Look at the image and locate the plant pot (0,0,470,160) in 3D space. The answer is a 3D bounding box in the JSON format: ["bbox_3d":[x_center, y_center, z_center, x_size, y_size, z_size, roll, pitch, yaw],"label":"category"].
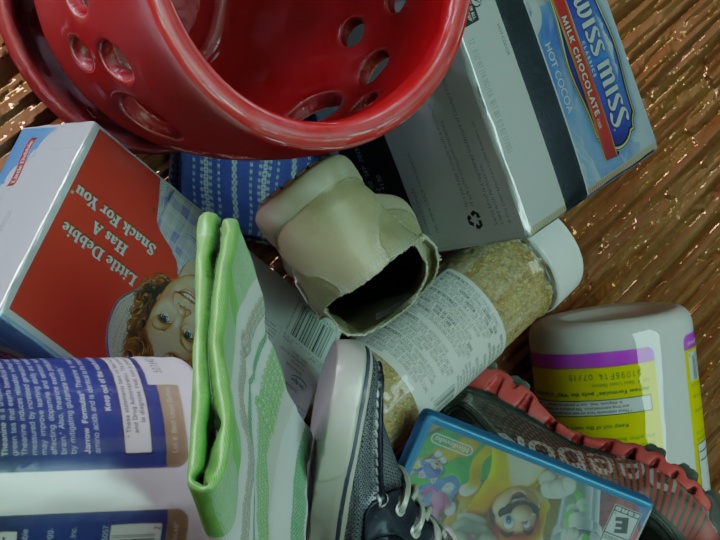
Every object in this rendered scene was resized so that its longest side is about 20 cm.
[{"bbox_3d":[-0.072,-0.148,1.063,0.200,0.182,0.202,5,82,-36],"label":"plant pot"}]

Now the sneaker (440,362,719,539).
[{"bbox_3d":[0.117,0.132,1.248,0.098,0.200,0.071,-51,164,-46],"label":"sneaker"}]

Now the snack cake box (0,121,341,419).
[{"bbox_3d":[-0.111,0.027,1.109,0.200,0.067,0.115,41,63,-35],"label":"snack cake box"}]

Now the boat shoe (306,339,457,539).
[{"bbox_3d":[0.017,0.131,1.138,0.092,0.075,0.201,4,115,-6],"label":"boat shoe"}]

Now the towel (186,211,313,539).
[{"bbox_3d":[-0.048,0.087,0.999,0.200,0.031,0.150,79,8,-56],"label":"towel"}]

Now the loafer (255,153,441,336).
[{"bbox_3d":[0.000,0.000,1.103,0.068,0.076,0.200,58,8,17],"label":"loafer"}]

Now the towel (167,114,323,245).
[{"bbox_3d":[-0.023,-0.080,1.227,0.199,0.024,0.146,12,80,-43],"label":"towel"}]

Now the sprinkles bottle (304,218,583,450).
[{"bbox_3d":[0.043,0.039,1.239,0.200,0.068,0.068,-41,116,-29],"label":"sprinkles bottle"}]

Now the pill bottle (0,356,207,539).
[{"bbox_3d":[-0.174,0.096,0.986,0.199,0.111,0.112,0,88,-20],"label":"pill bottle"}]

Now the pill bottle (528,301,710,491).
[{"bbox_3d":[0.166,0.125,1.345,0.104,0.104,0.201,-11,96,-43],"label":"pill bottle"}]

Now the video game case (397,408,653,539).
[{"bbox_3d":[0.060,0.193,1.204,0.143,0.018,0.201,22,99,-12],"label":"video game case"}]

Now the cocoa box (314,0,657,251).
[{"bbox_3d":[0.054,-0.126,1.202,0.131,0.133,0.201,-32,107,-40],"label":"cocoa box"}]
